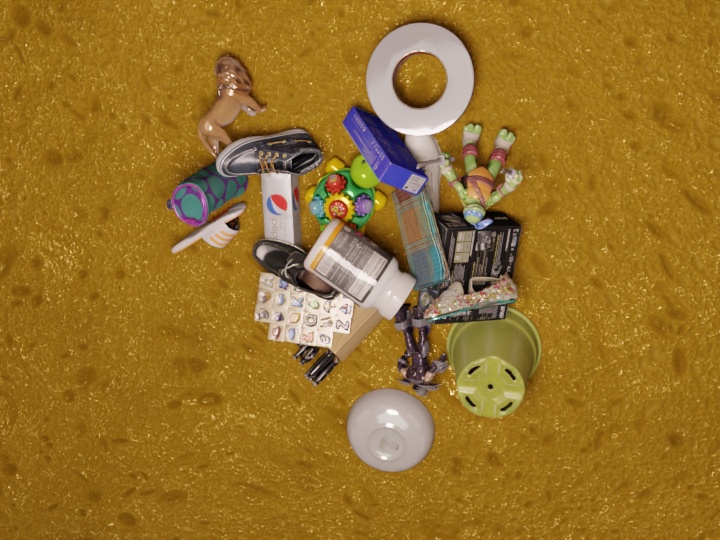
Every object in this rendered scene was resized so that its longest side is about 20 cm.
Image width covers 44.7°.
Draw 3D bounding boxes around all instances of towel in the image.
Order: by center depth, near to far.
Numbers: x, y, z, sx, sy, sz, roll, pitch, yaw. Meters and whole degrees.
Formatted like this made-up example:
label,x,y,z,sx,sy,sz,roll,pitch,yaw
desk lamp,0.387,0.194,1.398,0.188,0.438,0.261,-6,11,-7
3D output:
label,x,y,z,sx,sy,sz,roll,pitch,yaw
towel,0.110,-0.067,1.656,0.022,0.147,0.202,-13,86,-22

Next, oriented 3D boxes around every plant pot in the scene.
label,x,y,z,sx,sy,sz,roll,pitch,yaw
plant pot,0.264,0.195,1.752,0.198,0.184,0.202,4,112,9

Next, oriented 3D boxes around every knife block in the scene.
label,x,y,z,sx,sy,sz,roll,pitch,yaw
knife block,-0.038,0.145,1.805,0.198,0.064,0.177,-5,68,12

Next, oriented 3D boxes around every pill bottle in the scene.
label,x,y,z,sx,sy,sz,roll,pitch,yaw
pill bottle,0.000,0.000,1.668,0.199,0.116,0.117,34,113,-2

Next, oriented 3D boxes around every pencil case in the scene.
label,x,y,z,sx,sy,sz,roll,pitch,yaw
pencil case,-0.294,-0.155,1.716,0.084,0.200,0.093,18,116,11

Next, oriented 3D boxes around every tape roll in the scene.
label,x,y,z,sx,sy,sz,roll,pitch,yaw
tape roll,0.111,-0.351,1.617,0.198,0.066,0.202,1,99,8

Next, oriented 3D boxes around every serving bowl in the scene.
label,x,y,z,sx,sy,sz,roll,pitch,yaw
serving bowl,0.062,0.363,1.921,0.198,0.066,0.202,4,112,9

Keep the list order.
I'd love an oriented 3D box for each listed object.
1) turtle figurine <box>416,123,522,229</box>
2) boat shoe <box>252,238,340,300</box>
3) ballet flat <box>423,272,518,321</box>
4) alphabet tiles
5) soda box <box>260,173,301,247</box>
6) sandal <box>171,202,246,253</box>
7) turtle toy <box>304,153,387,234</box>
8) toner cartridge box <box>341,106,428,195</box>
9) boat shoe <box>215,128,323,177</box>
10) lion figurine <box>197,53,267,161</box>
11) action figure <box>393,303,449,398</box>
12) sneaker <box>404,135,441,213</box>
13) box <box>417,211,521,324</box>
label,x,y,z,sx,sy,sz,roll,pitch,yaw
turtle figurine,0.221,-0.198,1.591,0.143,0.195,0.200,-11,136,31
boat shoe,-0.128,-0.005,1.735,0.199,0.068,0.072,30,96,5
ballet flat,0.203,0.048,1.646,0.198,0.076,0.065,-11,86,-20
alphabet tiles,-0.112,0.066,1.771,0.198,0.006,0.168,8,92,4
soda box,-0.159,-0.115,1.778,0.063,0.068,0.202,2,111,10
sandal,-0.304,-0.074,1.824,0.206,0.079,0.059,-28,105,28
turtle toy,-0.023,-0.150,1.720,0.145,0.101,0.200,36,113,-4
toner cartridge box,0.044,-0.223,1.618,0.094,0.201,0.043,19,119,-36
boat shoe,-0.173,-0.215,1.680,0.199,0.091,0.071,-20,131,-17
lion figurine,-0.263,-0.307,1.691,0.122,0.072,0.201,35,74,-32
action figure,0.123,0.170,1.819,0.129,0.069,0.202,0,101,36
sneaker,0.121,-0.178,1.694,0.076,0.081,0.202,-5,108,14
box,0.210,-0.006,1.703,0.162,0.086,0.202,-4,114,-20
